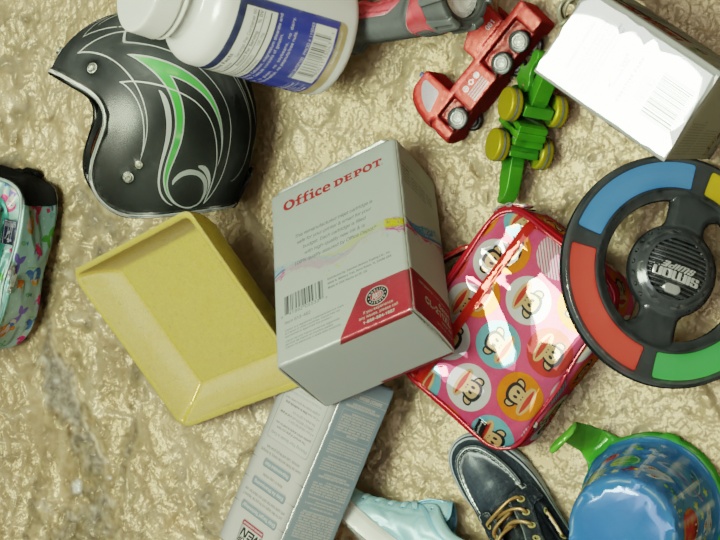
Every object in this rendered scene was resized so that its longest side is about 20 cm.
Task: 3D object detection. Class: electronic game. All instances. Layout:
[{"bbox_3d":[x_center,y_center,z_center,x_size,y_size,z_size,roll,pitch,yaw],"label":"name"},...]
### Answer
[{"bbox_3d":[0.268,0.001,1.316,0.197,0.042,0.203,1,82,-7],"label":"electronic game"}]

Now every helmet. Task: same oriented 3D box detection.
[{"bbox_3d":[-0.199,-0.153,1.476,0.197,0.200,0.194,1,98,24],"label":"helmet"}]

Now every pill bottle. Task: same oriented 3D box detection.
[{"bbox_3d":[-0.112,-0.237,1.381,0.119,0.198,0.121,-21,64,52],"label":"pill bottle"}]

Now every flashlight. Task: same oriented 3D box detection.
[{"bbox_3d":[0.033,-0.243,1.398,0.199,0.068,0.068,6,132,53],"label":"flashlight"}]

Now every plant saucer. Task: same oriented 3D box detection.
[{"bbox_3d":[-0.160,0.042,1.500,0.199,0.048,0.201,-22,106,42],"label":"plant saucer"}]

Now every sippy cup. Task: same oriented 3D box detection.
[{"bbox_3d":[0.243,0.217,1.334,0.176,0.130,0.142,12,97,23],"label":"sippy cup"}]

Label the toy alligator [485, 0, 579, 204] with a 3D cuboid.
[{"bbox_3d":[0.155,-0.159,1.388,0.054,0.059,0.202,-125,46,-58],"label":"toy alligator"}]

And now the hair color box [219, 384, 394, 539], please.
[{"bbox_3d":[-0.052,0.186,1.459,0.099,0.060,0.202,22,89,54],"label":"hair color box"}]

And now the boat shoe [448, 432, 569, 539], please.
[{"bbox_3d":[0.145,0.234,1.399,0.071,0.091,0.201,-44,76,17],"label":"boat shoe"}]

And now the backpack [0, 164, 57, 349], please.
[{"bbox_3d":[-0.423,-0.011,1.614,0.175,0.150,0.203,15,103,21],"label":"backpack"}]

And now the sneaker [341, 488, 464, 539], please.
[{"bbox_3d":[0.052,0.247,1.465,0.199,0.074,0.082,33,75,24],"label":"sneaker"}]

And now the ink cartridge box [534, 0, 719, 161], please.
[{"bbox_3d":[0.227,-0.174,1.281,0.175,0.200,0.084,38,107,17],"label":"ink cartridge box"}]

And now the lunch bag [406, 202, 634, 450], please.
[{"bbox_3d":[0.134,0.044,1.404,0.176,0.082,0.201,40,105,20],"label":"lunch bag"}]

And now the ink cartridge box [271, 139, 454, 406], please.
[{"bbox_3d":[0.000,0.000,1.405,0.144,0.083,0.202,-24,48,24],"label":"ink cartridge box"}]

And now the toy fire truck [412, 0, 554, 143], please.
[{"bbox_3d":[0.100,-0.236,1.416,0.141,0.049,0.201,45,110,16],"label":"toy fire truck"}]
